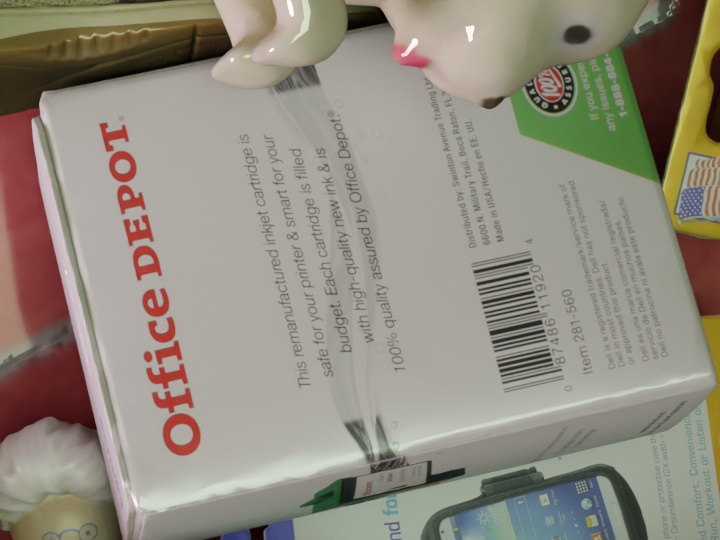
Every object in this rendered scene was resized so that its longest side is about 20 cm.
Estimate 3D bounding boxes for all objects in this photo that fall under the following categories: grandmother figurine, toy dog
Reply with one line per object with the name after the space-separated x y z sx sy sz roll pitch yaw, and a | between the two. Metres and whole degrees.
-0.086 0.145 0.989 0.121 0.061 0.201 -20 109 -19 | grandmother figurine
0.006 -0.137 0.873 0.200 0.140 0.194 40 67 -6 | toy dog

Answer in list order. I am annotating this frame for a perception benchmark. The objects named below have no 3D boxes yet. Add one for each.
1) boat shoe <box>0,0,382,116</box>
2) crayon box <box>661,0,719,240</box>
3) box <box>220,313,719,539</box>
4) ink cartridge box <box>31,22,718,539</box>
-0.089 -0.092 0.928 0.200 0.072 0.066 -8 75 -23 | boat shoe
0.202 -0.061 1.020 0.199 0.052 0.127 11 99 -17 | crayon box
0.045 0.083 0.997 0.199 0.041 0.120 -4 79 -12 | box
0.000 0.000 0.938 0.199 0.084 0.147 -12 76 -11 | ink cartridge box
